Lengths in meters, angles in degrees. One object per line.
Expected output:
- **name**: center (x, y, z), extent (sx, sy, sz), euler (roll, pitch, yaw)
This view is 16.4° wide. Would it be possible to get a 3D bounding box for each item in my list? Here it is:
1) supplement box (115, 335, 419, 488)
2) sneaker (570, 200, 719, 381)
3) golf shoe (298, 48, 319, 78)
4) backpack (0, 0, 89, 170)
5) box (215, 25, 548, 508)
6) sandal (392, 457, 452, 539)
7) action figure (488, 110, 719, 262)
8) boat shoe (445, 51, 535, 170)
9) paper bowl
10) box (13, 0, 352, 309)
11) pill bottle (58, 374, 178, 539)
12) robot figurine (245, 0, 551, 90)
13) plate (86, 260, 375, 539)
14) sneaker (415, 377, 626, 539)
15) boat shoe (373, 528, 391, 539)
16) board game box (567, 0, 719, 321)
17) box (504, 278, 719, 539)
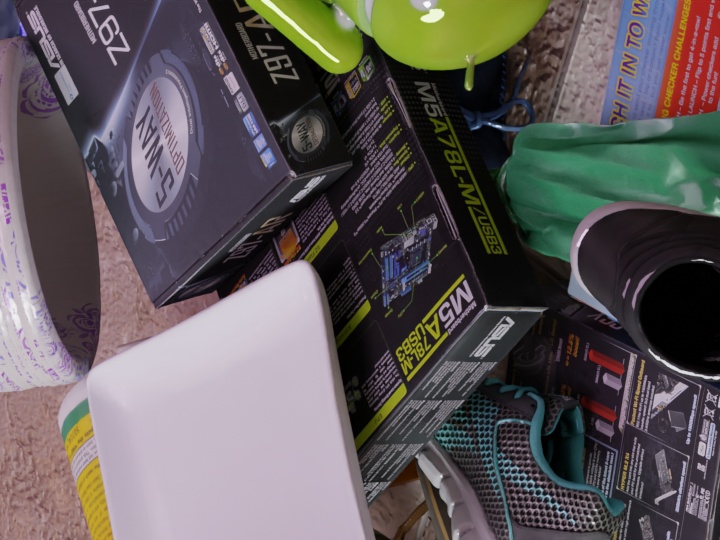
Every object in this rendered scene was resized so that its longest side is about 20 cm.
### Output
- **supplement box**: center (-0.055, 0.086, 1.547), extent (0.200, 0.073, 0.127), euler (-15, 88, 48)
- **sneaker**: center (0.196, 0.014, 1.099), extent (0.099, 0.199, 0.071), euler (-97, 11, -69)
- **golf shoe**: center (-0.063, -0.092, 1.496), extent (0.200, 0.094, 0.078), euler (33, 125, 42)
- **backpack**: center (-0.207, -0.156, 1.589), extent (0.200, 0.147, 0.184), euler (37, 127, 46)
- **box**: center (0.000, 0.000, 1.325), extent (0.200, 0.047, 0.194), euler (-52, 51, 40)
- **sandal**: center (0.037, 0.189, 1.417), extent (0.082, 0.054, 0.201), euler (-100, 6, -64)
- **action figure**: center (0.134, -0.035, 1.224), extent (0.200, 0.055, 0.119), euler (9, 109, 44)
- **boat shoe**: center (0.059, -0.071, 1.378), extent (0.069, 0.084, 0.201), euler (-125, 27, -51)
- **paper bowl**: center (-0.221, -0.029, 1.434), extent (0.104, 0.201, 0.202), euler (-7, 96, 6)
- **box**: center (-0.100, -0.104, 1.353), extent (0.160, 0.043, 0.201), euler (-39, 72, 48)
- **pill bottle**: center (-0.097, 0.154, 1.448), extent (0.113, 0.112, 0.201), euler (-46, 55, 45)
- **robot figurine**: center (0.022, -0.183, 1.256), extent (0.175, 0.116, 0.200), euler (-46, 66, 11)
- **plate**: center (-0.062, 0.119, 1.327), extent (0.200, 0.032, 0.200), euler (-27, 70, 42)
- **sneaker**: center (0.078, 0.089, 1.333), extent (0.091, 0.077, 0.200), euler (-43, 54, 18)
- **boat shoe**: center (-0.001, 0.213, 1.504), extent (0.065, 0.073, 0.200), euler (54, 155, 41)
- **board game box**: center (0.204, -0.043, 1.227), extent (0.196, 0.056, 0.201), euler (32, 123, 41)
- **box**: center (0.142, 0.125, 1.348), extent (0.157, 0.050, 0.201), euler (26, 118, 44)
